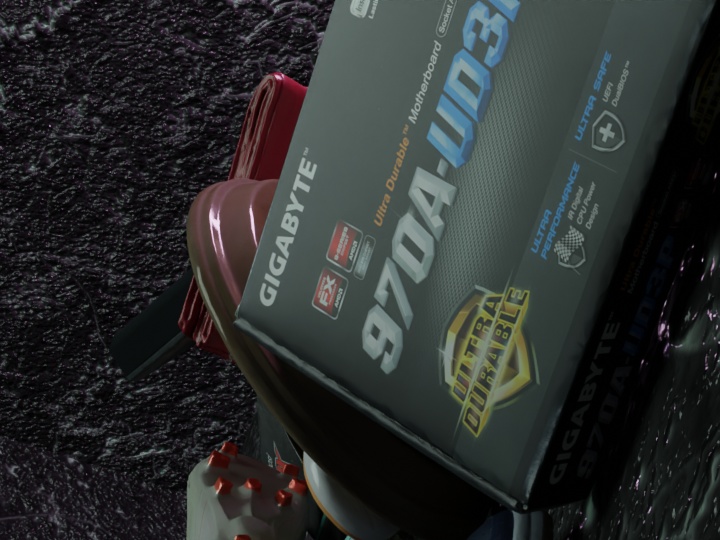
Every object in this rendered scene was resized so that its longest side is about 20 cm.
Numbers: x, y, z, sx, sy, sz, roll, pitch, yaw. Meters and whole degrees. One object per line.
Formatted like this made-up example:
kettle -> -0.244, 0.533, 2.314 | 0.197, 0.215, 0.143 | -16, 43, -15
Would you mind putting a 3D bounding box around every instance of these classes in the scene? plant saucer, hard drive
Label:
plant saucer -> 0.000, 0.034, 0.862 | 0.029, 0.200, 0.200 | -38, 17, 19
hard drive -> -0.050, -0.011, 1.085 | 0.139, 0.033, 0.200 | -34, -2, -39

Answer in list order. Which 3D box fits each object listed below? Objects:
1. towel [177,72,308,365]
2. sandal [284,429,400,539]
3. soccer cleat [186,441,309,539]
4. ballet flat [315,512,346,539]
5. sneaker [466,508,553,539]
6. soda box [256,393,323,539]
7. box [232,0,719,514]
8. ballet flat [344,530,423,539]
towel -> 0.000, 0.000, 0.984 | 0.022, 0.199, 0.146 | 4, 73, 47
sandal -> -0.010, 0.077, 0.894 | 0.059, 0.079, 0.207 | -39, 7, 19
soccer cleat -> -0.062, 0.150, 0.952 | 0.200, 0.069, 0.078 | -106, 37, -73
ballet flat -> -0.010, 0.188, 0.982 | 0.068, 0.068, 0.201 | 7, -73, -57
sneaker -> 0.001, 0.154, 0.745 | 0.070, 0.108, 0.201 | -77, 7, -47
soda box -> -0.021, 0.083, 1.156 | 0.063, 0.071, 0.201 | -31, -31, -21
box -> 0.047, -0.036, 0.698 | 0.046, 0.158, 0.201 | -1, -64, -50
ballet flat -> 0.001, 0.213, 0.899 | 0.074, 0.074, 0.202 | -88, 14, -74
